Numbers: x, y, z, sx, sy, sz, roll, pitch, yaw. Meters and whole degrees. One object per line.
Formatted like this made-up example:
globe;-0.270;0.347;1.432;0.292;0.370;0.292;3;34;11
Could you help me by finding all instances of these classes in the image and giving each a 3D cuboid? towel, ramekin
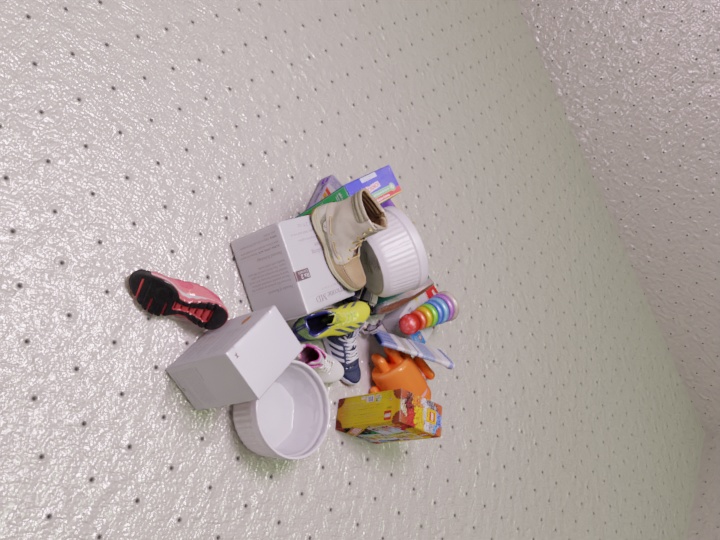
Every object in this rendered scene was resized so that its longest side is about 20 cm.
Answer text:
towel;0.130;0.198;1.635;0.200;0.147;0.024;19;95;-12
ramekin;-0.169;0.290;1.342;0.200;0.105;0.200;21;61;-43
ramekin;0.055;-0.036;1.484;0.105;0.200;0.200;-23;94;-21

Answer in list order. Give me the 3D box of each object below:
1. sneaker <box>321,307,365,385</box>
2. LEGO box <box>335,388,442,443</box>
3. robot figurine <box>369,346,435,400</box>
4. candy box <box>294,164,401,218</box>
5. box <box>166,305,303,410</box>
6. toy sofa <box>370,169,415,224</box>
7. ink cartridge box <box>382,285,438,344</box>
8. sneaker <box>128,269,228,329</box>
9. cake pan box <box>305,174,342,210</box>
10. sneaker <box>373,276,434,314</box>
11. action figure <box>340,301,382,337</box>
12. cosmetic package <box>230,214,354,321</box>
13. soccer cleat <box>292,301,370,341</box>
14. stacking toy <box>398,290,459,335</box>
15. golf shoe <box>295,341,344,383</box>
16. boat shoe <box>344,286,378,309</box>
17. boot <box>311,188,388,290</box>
sneaker;-0.026;0.177;1.540;0.070;0.108;0.200;-32;101;-48
LEGO box;0.065;0.342;1.514;0.149;0.200;0.077;30;55;-38
robot figurine;0.106;0.286;1.643;0.144;0.117;0.200;-45;110;-46
candy box;-0.029;-0.151;1.503;0.169;0.200;0.077;-30;91;-44
box;-0.238;0.168;1.234;0.106;0.200;0.152;59;43;-15
toy sofa;0.055;-0.163;1.774;0.200;0.083;0.098;54;42;-21
ink cartridge box;0.152;0.120;1.792;0.116;0.067;0.200;58;42;-17
sneaker;-0.353;0.050;1.263;0.200;0.074;0.087;28;15;-25
cake pan box;-0.055;-0.112;1.657;0.200;0.052;0.184;47;49;-28
sneaker;0.095;0.046;1.658;0.200;0.071;0.080;-25;71;-38
action figure;0.023;0.091;1.658;0.200;0.069;0.130;-23;97;-48
cosmetic package;-0.147;-0.003;1.424;0.165;0.165;0.200;-21;93;-50
soccer cleat;-0.053;0.109;1.423;0.200;0.084;0.065;-15;77;-33
stacking toy;0.171;0.118;1.712;0.200;0.085;0.086;-19;91;-44
golf shoe;-0.100;0.209;1.454;0.200;0.091;0.075;29;68;-39
boat shoe;0.000;0.000;1.597;0.093;0.075;0.200;23;54;-23
boot;-0.004;-0.061;1.359;0.072;0.155;0.200;-34;103;-50
